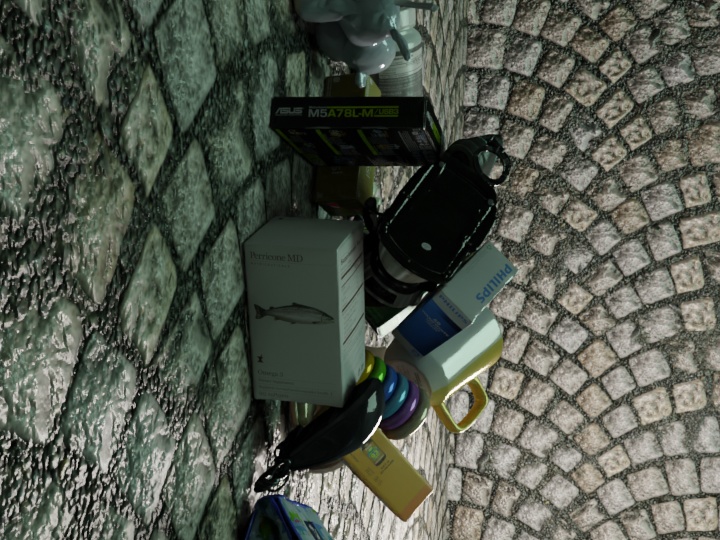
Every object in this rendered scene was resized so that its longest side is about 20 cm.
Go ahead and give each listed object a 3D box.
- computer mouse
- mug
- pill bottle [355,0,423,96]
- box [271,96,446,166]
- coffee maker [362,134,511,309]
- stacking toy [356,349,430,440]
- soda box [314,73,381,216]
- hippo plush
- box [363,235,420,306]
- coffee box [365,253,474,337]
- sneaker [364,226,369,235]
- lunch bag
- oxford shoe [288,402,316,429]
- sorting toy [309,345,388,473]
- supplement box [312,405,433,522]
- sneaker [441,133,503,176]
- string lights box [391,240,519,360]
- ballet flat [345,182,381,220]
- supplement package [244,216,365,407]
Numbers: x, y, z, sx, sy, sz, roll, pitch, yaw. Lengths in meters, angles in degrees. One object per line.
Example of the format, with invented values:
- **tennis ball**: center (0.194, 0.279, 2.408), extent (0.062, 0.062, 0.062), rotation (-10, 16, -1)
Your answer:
- **computer mouse**: center (-0.035, 0.204, 1.117), extent (0.053, 0.200, 0.139), rotation (48, 27, -4)
- **mug**: center (0.126, 0.137, 1.359), extent (0.153, 0.186, 0.150), rotation (-39, 167, -40)
- **pill bottle**: center (0.047, -0.341, 1.507), extent (0.114, 0.113, 0.201), rotation (-67, 157, -57)
- **box**: center (0.005, -0.176, 1.173), extent (0.200, 0.192, 0.048), rotation (30, 65, -75)
- **coffee maker**: center (0.093, -0.049, 1.150), extent (0.135, 0.191, 0.200), rotation (60, -15, 5)
- **stacking toy**: center (0.003, 0.144, 1.233), extent (0.200, 0.085, 0.086), rotation (43, 39, -24)
- **soda box**: center (-0.017, -0.183, 1.324), extent (0.064, 0.067, 0.201), rotation (40, 51, -63)
- **hippo plush**: center (0.013, -0.348, 1.220), extent (0.160, 0.199, 0.161), rotation (-61, 169, -13)
- **box**: center (0.000, 0.000, 1.276), extent (0.199, 0.075, 0.101), rotation (1, 91, -47)
- **coffee box**: center (0.073, 0.001, 1.466), extent (0.123, 0.200, 0.044), rotation (50, -9, 29)
- **sneaker**: center (-0.019, -0.022, 1.402), extent (0.200, 0.075, 0.077), rotation (-33, 135, -59)
- **lunch bag**: center (-0.082, 0.382, 1.110), extent (0.170, 0.127, 0.201), rotation (56, 26, -67)
- **oxford shoe**: center (-0.052, 0.128, 1.261), extent (0.071, 0.073, 0.201), rotation (78, 20, -57)
- **sorting toy**: center (0.011, 0.198, 1.390), extent (0.180, 0.106, 0.201), rotation (-15, 109, -56)
- **supplement box**: center (0.015, 0.260, 1.266), extent (0.067, 0.069, 0.200), rotation (-45, 119, -12)
- **sneaker**: center (0.136, -0.112, 1.238), extent (0.079, 0.075, 0.200), rotation (-34, 166, -34)
- **string lights box**: center (0.122, 0.045, 1.209), extent (0.103, 0.059, 0.200), rotation (-44, 177, -25)
- **ballet flat**: center (-0.003, -0.120, 1.444), extent (0.200, 0.073, 0.073), rotation (68, 28, -63)
- **supplement package**: center (-0.063, 0.047, 1.094), extent (0.117, 0.116, 0.201), rotation (-52, 143, -65)
